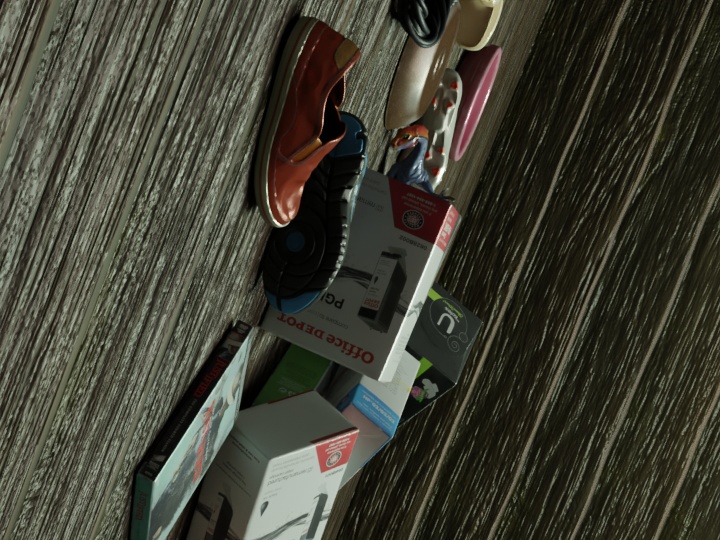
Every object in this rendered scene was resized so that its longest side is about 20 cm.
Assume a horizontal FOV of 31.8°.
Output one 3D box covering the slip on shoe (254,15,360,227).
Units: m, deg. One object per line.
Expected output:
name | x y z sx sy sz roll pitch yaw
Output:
slip on shoe | -0.045 -0.112 1.043 0.074 0.060 0.202 -61 171 -50

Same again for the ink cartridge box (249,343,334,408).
ink cartridge box | -0.096 0.180 1.501 0.201 0.059 0.105 -57 167 -54

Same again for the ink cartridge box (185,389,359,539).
ink cartridge box | -0.101 0.248 1.389 0.143 0.083 0.202 -12 129 -47

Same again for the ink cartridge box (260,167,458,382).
ink cartridge box | 0.000 0.000 1.342 0.083 0.145 0.203 28 84 -80

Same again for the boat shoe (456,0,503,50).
boat shoe | 0.151 -0.380 1.619 0.069 0.073 0.203 -46 148 -65

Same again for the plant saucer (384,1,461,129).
plant saucer | 0.085 -0.267 1.592 0.200 0.036 0.203 22 89 -82

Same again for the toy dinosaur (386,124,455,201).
toy dinosaur | 0.046 -0.119 1.695 0.200 0.103 0.184 -126 -134 -60

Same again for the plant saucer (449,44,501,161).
plant saucer | 0.178 -0.286 2.115 0.200 0.050 0.203 23 89 -83

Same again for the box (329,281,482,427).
box | 0.041 0.109 1.709 0.200 0.148 0.125 -43 -168 47

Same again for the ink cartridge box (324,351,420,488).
ink cartridge box | 0.004 0.155 1.517 0.115 0.068 0.201 -47 -171 31

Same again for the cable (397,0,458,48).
cable | 0.089 -0.331 1.385 0.200 0.050 0.165 -48 159 -66

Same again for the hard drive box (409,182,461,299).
hard drive box | 0.021 0.007 1.509 0.200 0.076 0.157 -34 -153 61

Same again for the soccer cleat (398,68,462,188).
soccer cleat | 0.103 -0.191 1.822 0.078 0.068 0.203 -37 146 -80

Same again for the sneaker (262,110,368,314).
sneaker | -0.034 -0.053 1.233 0.082 0.072 0.203 -18 131 -82

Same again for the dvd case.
dvd case | -0.157 0.161 1.177 0.201 0.022 0.147 -61 170 -45
